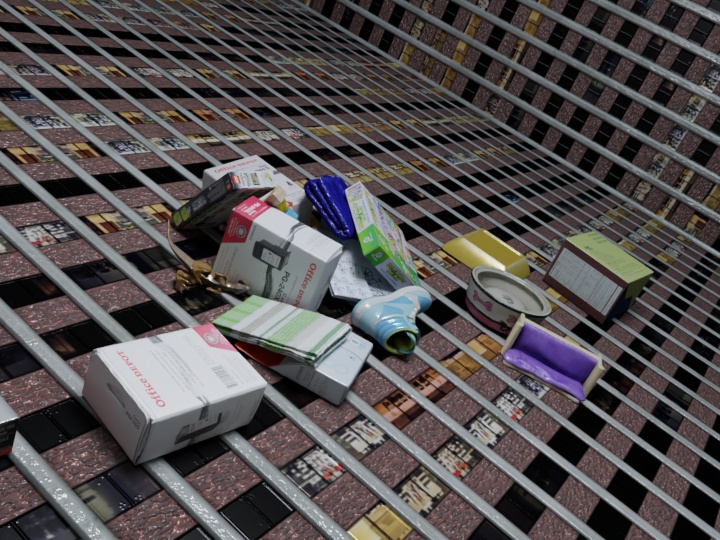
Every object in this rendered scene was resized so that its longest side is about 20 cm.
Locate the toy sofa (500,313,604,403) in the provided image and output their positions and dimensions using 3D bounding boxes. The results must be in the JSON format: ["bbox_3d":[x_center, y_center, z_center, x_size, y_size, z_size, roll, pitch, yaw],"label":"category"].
[{"bbox_3d":[0.397,0.182,1.567,0.199,0.083,0.098,28,26,6],"label":"toy sofa"}]

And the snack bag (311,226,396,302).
[{"bbox_3d":[0.000,0.000,1.551,0.199,0.021,0.190,16,40,-36],"label":"snack bag"}]

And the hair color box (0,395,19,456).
[{"bbox_3d":[-0.498,0.143,0.878,0.200,0.062,0.101,38,29,25],"label":"hair color box"}]

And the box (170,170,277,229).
[{"bbox_3d":[-0.263,-0.134,1.451,0.110,0.199,0.035,-10,77,-50],"label":"box"}]

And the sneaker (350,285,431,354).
[{"bbox_3d":[0.090,0.102,1.452,0.199,0.080,0.130,-14,44,-39],"label":"sneaker"}]

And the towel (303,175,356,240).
[{"bbox_3d":[-0.044,-0.139,1.594,0.148,0.049,0.200,53,15,-2],"label":"towel"}]

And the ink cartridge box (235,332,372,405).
[{"bbox_3d":[-0.090,0.127,1.280,0.199,0.048,0.160,30,26,4],"label":"ink cartridge box"}]

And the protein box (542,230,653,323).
[{"bbox_3d":[0.634,0.014,2.021,0.200,0.136,0.198,40,31,27],"label":"protein box"}]

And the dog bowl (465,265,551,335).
[{"bbox_3d":[0.325,0.073,1.704,0.199,0.074,0.201,21,24,-10],"label":"dog bowl"}]

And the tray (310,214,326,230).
[{"bbox_3d":[-0.099,-0.054,1.615,0.098,0.037,0.200,0,35,-40],"label":"tray"}]

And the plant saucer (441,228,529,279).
[{"bbox_3d":[0.337,-0.043,1.963,0.199,0.049,0.199,36,28,21],"label":"plant saucer"}]

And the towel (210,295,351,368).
[{"bbox_3d":[-0.131,0.099,1.272,0.198,0.031,0.149,15,21,19],"label":"towel"}]

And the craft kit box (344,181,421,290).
[{"bbox_3d":[0.050,-0.059,1.598,0.197,0.048,0.201,42,23,-44],"label":"craft kit box"}]

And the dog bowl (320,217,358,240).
[{"bbox_3d":[-0.024,-0.104,1.757,0.111,0.050,0.200,33,27,15],"label":"dog bowl"}]

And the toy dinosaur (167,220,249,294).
[{"bbox_3d":[-0.294,-0.002,1.343,0.199,0.061,0.106,36,14,-1],"label":"toy dinosaur"}]

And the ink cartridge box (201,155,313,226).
[{"bbox_3d":[-0.218,-0.149,1.584,0.200,0.085,0.145,37,42,29],"label":"ink cartridge box"}]

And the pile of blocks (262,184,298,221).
[{"bbox_3d":[-0.138,-0.086,1.454,0.081,0.201,0.062,20,50,15],"label":"pile of blocks"}]

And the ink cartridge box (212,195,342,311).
[{"bbox_3d":[-0.152,-0.019,1.379,0.199,0.146,0.083,29,28,8],"label":"ink cartridge box"}]

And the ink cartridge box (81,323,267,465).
[{"bbox_3d":[-0.252,0.162,1.034,0.145,0.085,0.199,41,28,28],"label":"ink cartridge box"}]
